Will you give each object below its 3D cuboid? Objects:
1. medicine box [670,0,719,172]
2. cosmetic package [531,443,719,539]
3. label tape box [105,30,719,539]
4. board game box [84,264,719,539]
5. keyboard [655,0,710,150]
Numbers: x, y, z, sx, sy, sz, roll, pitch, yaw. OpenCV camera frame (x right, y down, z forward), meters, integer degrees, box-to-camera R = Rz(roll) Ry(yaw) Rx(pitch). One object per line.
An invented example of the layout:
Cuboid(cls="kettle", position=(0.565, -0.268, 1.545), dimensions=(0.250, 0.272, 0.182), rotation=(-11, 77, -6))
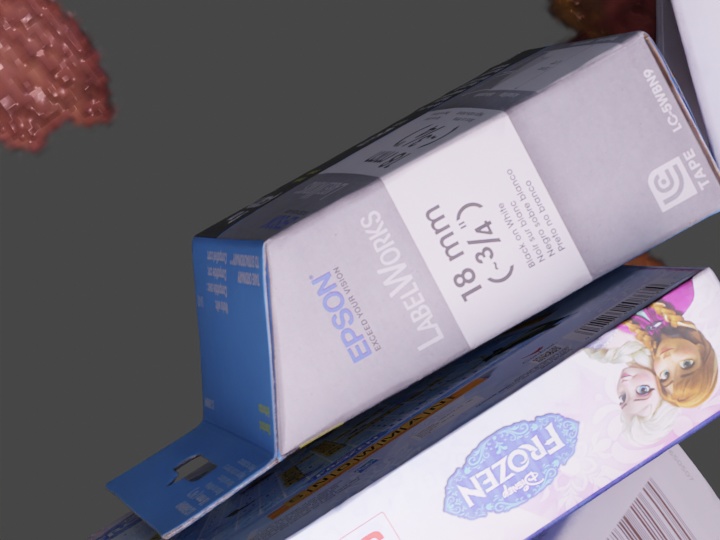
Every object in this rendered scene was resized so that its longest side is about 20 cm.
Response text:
Cuboid(cls="medicine box", position=(0.186, -0.112, 0.902), dimensions=(0.182, 0.103, 0.201), rotation=(-16, 85, 9))
Cuboid(cls="cosmetic package", position=(0.017, 0.130, 0.874), dimensions=(0.200, 0.102, 0.074), rotation=(-32, 96, 35))
Cuboid(cls="label tape box", position=(0.000, 0.000, 0.898), dimensions=(0.200, 0.144, 0.063), rotation=(-30, 97, -10))
Cuboid(cls="board game box", position=(0.005, 0.065, 0.874), dimensions=(0.200, 0.199, 0.041), rotation=(-32, 97, -9))
Cuboid(cls="keyboard", position=(0.130, -0.134, 0.994), dimensions=(0.056, 0.011, 0.201), rotation=(-1, 91, -7))
